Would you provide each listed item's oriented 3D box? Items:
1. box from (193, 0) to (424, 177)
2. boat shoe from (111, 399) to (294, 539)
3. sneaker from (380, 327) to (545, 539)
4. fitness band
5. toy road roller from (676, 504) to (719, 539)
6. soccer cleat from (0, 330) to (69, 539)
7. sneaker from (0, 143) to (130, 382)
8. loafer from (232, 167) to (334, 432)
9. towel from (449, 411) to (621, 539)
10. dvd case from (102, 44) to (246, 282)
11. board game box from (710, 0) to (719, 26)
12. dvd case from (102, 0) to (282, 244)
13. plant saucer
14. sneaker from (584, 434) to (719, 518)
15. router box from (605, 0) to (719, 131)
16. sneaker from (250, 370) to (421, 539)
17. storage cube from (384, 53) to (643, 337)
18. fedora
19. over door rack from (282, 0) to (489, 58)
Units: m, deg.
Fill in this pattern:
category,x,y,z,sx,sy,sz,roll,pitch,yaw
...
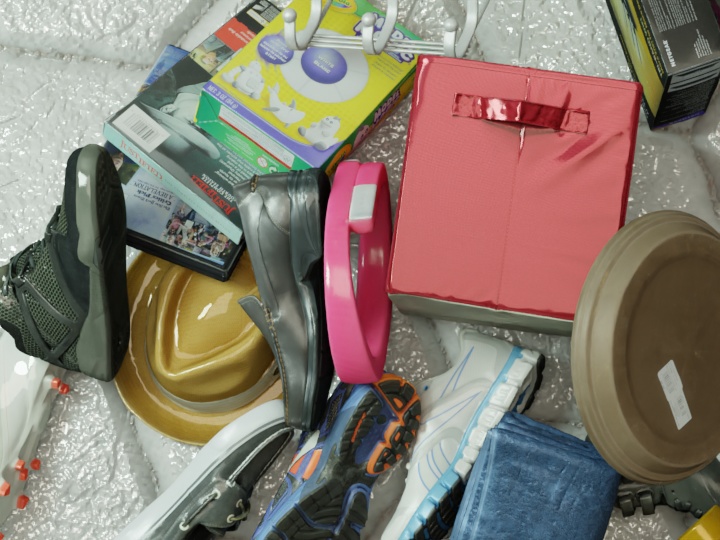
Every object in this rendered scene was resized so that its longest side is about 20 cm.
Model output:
category,x,y,z,sx,sy,sz,roll,pitch,yaw
box,-0.028,-0.157,1.513,0.117,0.049,0.200,34,52,9
boat shoe,-0.117,0.185,1.475,0.200,0.069,0.057,-44,67,7
sneaker,0.061,0.135,1.482,0.086,0.075,0.201,29,78,20
fitness band,0.000,0.000,1.444,0.037,0.200,0.145,0,116,7
toy road roller,0.230,0.283,1.371,0.123,0.146,0.200,47,116,11
soccer cleat,-0.291,0.129,1.509,0.077,0.069,0.202,17,74,13
sneaker,-0.235,-0.009,1.436,0.113,0.201,0.077,10,38,6
loafer,-0.057,0.023,1.437,0.071,0.073,0.202,0,96,9
towel,0.121,0.218,1.435,0.111,0.049,0.202,19,100,7
dvd case,-0.132,-0.089,1.514,0.141,0.018,0.201,21,52,7
board game box,0.268,-0.309,1.507,0.064,0.148,0.201,-26,78,1
dvd case,-0.089,-0.125,1.515,0.146,0.022,0.200,38,54,10
plant saucer,0.230,0.057,1.375,0.029,0.199,0.202,4,75,49
sneaker,0.251,0.177,1.455,0.099,0.071,0.201,-37,73,-1
router box,0.226,-0.228,1.489,0.052,0.157,0.202,-17,77,1
sneaker,-0.025,0.160,1.482,0.075,0.078,0.201,32,97,-27
storage cube,0.116,-0.051,1.445,0.169,0.200,0.182,8,86,5
fedora,-0.114,0.039,1.500,0.198,0.082,0.203,-1,79,5
over door rack,0.040,-0.235,1.480,0.146,0.067,0.200,7,37,23
